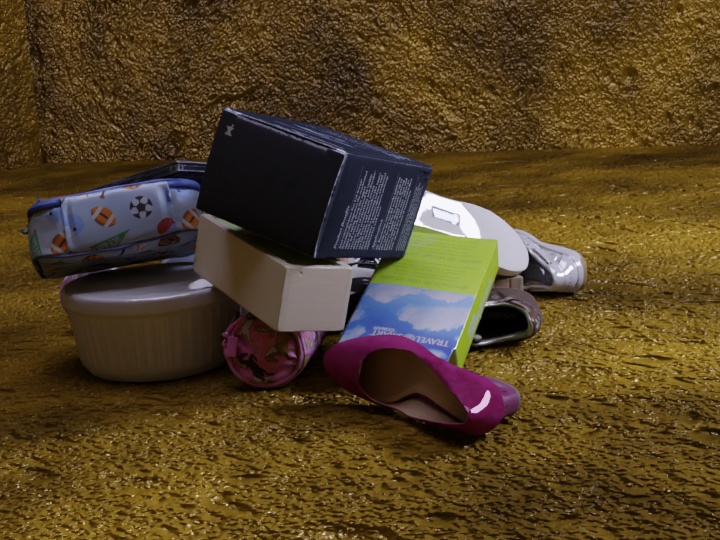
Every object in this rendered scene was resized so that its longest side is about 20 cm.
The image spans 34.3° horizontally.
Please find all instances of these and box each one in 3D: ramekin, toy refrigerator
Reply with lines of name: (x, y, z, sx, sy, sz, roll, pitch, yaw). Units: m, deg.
ramekin: (-0.221, 0.055, 1.268, 0.201, 0.095, 0.202, -4, 10, 1)
toy refrigerator: (-0.091, -0.004, 1.160, 0.075, 0.071, 0.200, 1, 15, -31)

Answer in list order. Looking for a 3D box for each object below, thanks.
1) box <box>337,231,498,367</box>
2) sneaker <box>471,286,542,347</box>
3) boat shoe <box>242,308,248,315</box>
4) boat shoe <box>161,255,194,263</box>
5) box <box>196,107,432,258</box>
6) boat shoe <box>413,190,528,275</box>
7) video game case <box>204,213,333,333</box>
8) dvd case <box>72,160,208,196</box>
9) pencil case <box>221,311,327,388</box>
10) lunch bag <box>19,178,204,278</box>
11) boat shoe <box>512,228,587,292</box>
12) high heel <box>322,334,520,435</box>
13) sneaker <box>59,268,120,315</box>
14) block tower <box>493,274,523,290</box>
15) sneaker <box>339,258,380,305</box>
box: (0.062, 0.038, 1.194, 0.121, 0.048, 0.200, 6, 40, 19)
sneaker: (0.096, 0.048, 1.251, 0.198, 0.071, 0.076, -4, 12, 1)
boat shoe: (-0.131, 0.021, 1.471, 0.060, 0.073, 0.202, -8, 18, -12)
boat shoe: (-0.192, -0.004, 1.604, 0.198, 0.074, 0.068, -10, 17, -31)
box: (-0.042, -0.084, 1.163, 0.147, 0.105, 0.200, 23, 11, 27)
boat shoe: (0.097, -0.034, 1.326, 0.199, 0.072, 0.068, 15, -32, -26)
video game case: (-0.106, -0.015, 1.416, 0.026, 0.200, 0.181, -48, 12, 4)
dvd case: (-0.209, -0.099, 1.337, 0.148, 0.016, 0.200, -15, -4, 27)
pencil case: (-0.083, 0.060, 1.232, 0.083, 0.087, 0.200, -33, 4, 14)
lunch bag: (-0.269, -0.043, 1.272, 0.198, 0.076, 0.160, -8, -7, -12)
boat shoe: (0.201, -0.012, 1.515, 0.069, 0.071, 0.199, -10, 13, -35)
high heel: (0.036, 0.096, 1.017, 0.199, 0.068, 0.096, 7, 4, 30)
sneaker: (-0.276, 0.032, 1.471, 0.198, 0.081, 0.088, 0, 4, -8)
block tower: (0.147, 0.020, 1.421, 0.057, 0.054, 0.200, -5, 12, -11)
sneaker: (0.000, 0.000, 1.406, 0.073, 0.081, 0.200, 12, 5, -7)
